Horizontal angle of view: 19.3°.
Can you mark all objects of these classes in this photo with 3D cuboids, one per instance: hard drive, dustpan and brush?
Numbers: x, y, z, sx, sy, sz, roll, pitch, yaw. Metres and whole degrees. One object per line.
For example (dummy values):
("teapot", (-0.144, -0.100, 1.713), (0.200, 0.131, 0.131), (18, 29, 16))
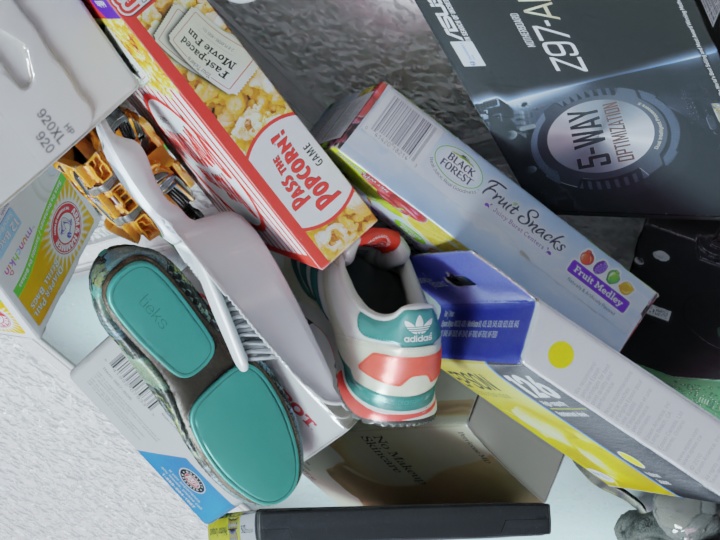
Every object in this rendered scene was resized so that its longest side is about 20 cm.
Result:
("hard drive", (0.225, 0.034, 1.280), (0.140, 0.038, 0.200), (20, 149, 10))
("dustpan and brush", (-0.087, -0.008, 1.213), (0.200, 0.057, 0.140), (66, 169, -17))

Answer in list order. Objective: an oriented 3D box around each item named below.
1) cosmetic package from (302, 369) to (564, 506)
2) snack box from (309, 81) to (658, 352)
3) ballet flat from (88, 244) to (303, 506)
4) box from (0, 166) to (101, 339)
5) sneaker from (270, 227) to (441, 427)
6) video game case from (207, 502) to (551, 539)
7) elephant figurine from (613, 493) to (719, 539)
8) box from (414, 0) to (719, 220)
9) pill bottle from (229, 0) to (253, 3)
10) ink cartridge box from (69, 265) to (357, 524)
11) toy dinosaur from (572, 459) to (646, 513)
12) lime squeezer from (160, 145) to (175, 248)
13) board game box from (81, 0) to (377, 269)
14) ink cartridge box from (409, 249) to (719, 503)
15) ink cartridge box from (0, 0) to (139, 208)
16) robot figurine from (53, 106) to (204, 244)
("cosmetic package", (0.040, 0.113, 1.512), (0.200, 0.071, 0.105), (-8, 137, 45))
("snack box", (0.061, -0.025, 1.234), (0.200, 0.053, 0.142), (37, 172, -10))
("ballet flat", (-0.102, 0.060, 1.312), (0.074, 0.074, 0.200), (-5, 125, 42))
("box", (-0.276, -0.057, 1.439), (0.101, 0.113, 0.200), (7, 146, 27))
("sneaker", (0.000, 0.000, 1.252), (0.070, 0.200, 0.093), (-4, 127, -22))
("video game case", (0.008, 0.176, 1.463), (0.200, 0.026, 0.181), (0, 172, -14))
("elephant figurine", (0.263, 0.185, 1.432), (0.141, 0.155, 0.200), (-22, 156, -4))
("box", (0.133, -0.106, 1.119), (0.160, 0.044, 0.200), (4, 144, 33))
("pill bottle", (-0.097, -0.233, 1.015), (0.200, 0.120, 0.120), (38, 148, -21))
("ink cartridge box", (-0.082, 0.064, 1.409), (0.145, 0.084, 0.200), (48, 140, -4))
("toy dinosaur", (0.119, 0.070, 1.381), (0.200, 0.047, 0.088), (59, 174, -19))
("lime squeezer", (-0.136, -0.054, 1.413), (0.071, 0.038, 0.200), (22, 150, 6))
("board game box", (-0.089, -0.097, 1.204), (0.200, 0.046, 0.151), (51, 169, -18))
("ink cartridge box", (0.108, 0.062, 1.215), (0.200, 0.047, 0.198), (32, 172, -10))
("ink cartridge box", (-0.254, -0.139, 1.184), (0.200, 0.145, 0.147), (35, 165, 48))
("robot figurine", (-0.172, -0.083, 1.303), (0.200, 0.058, 0.145), (37, 168, 49))
